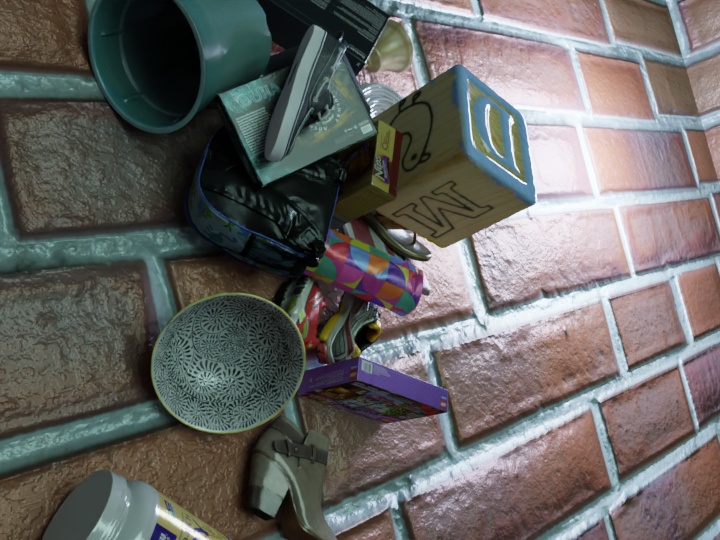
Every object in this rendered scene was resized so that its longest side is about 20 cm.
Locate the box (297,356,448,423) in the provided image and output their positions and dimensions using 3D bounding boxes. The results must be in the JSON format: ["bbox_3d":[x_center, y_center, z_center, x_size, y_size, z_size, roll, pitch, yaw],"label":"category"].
[{"bbox_3d":[0.021,0.189,1.236,0.199,0.136,0.039,25,59,-37],"label":"box"}]

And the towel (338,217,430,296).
[{"bbox_3d":[0.031,-0.043,1.362,0.199,0.023,0.145,30,26,-35],"label":"towel"}]

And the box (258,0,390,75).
[{"bbox_3d":[-0.067,-0.422,1.354,0.199,0.079,0.142,32,51,-10],"label":"box"}]

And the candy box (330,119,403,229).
[{"bbox_3d":[-0.021,-0.140,1.259,0.056,0.199,0.118,25,60,-33],"label":"candy box"}]

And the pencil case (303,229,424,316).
[{"bbox_3d":[0.000,0.000,1.229,0.199,0.088,0.089,24,58,-14],"label":"pencil case"}]

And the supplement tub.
[{"bbox_3d":[-0.246,0.332,0.911,0.200,0.145,0.146,44,50,-27],"label":"supplement tub"}]

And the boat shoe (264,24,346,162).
[{"bbox_3d":[-0.068,-0.225,1.052,0.067,0.072,0.201,25,67,-20],"label":"boat shoe"}]

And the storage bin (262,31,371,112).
[{"bbox_3d":[-0.083,-0.270,1.258,0.135,0.199,0.146,56,44,-31],"label":"storage bin"}]

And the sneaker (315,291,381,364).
[{"bbox_3d":[0.006,0.078,1.286,0.078,0.082,0.201,74,35,-46],"label":"sneaker"}]

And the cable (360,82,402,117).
[{"bbox_3d":[0.030,-0.234,1.438,0.200,0.069,0.201,-42,107,-45],"label":"cable"}]

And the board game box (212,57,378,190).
[{"bbox_3d":[-0.085,-0.210,1.094,0.199,0.028,0.136,-28,96,-26],"label":"board game box"}]

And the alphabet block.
[{"bbox_3d":[0.151,-0.182,1.333,0.196,0.199,0.197,28,49,-38],"label":"alphabet block"}]

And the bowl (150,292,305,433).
[{"bbox_3d":[-0.179,0.106,1.069,0.201,0.201,0.094,44,5,-26],"label":"bowl"}]

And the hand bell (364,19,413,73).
[{"bbox_3d":[-0.004,-0.372,1.454,0.200,0.104,0.105,-38,104,-33],"label":"hand bell"}]

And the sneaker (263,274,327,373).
[{"bbox_3d":[-0.098,0.097,1.194,0.085,0.077,0.201,49,48,-29],"label":"sneaker"}]

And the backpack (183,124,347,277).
[{"bbox_3d":[-0.147,-0.097,1.146,0.199,0.147,0.184,24,57,-17],"label":"backpack"}]

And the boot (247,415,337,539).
[{"bbox_3d":[-0.077,0.308,1.148,0.200,0.070,0.147,44,47,-27],"label":"boot"}]

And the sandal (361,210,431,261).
[{"bbox_3d":[0.052,-0.089,1.376,0.200,0.054,0.080,44,22,-5],"label":"sandal"}]

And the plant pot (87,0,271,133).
[{"bbox_3d":[-0.237,-0.315,1.119,0.196,0.199,0.201,-40,105,-53],"label":"plant pot"}]
